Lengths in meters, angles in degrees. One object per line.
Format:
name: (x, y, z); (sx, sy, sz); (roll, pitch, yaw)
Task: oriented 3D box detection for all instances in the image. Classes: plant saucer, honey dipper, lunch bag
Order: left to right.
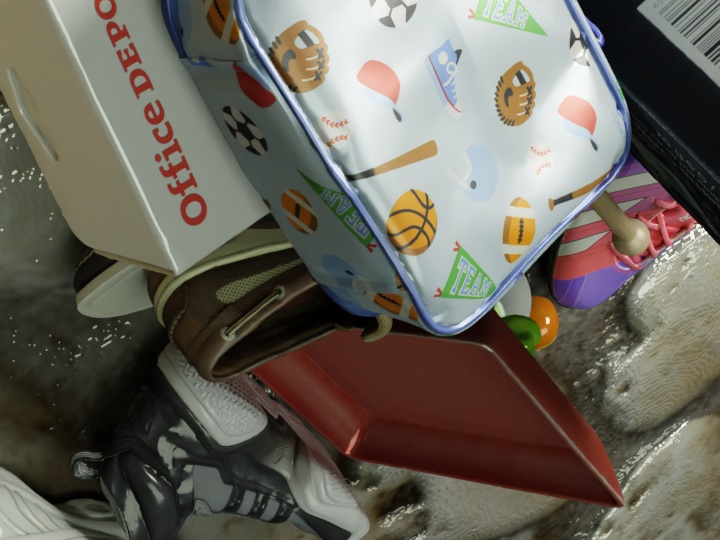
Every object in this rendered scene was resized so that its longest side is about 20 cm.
plant saucer: (0.032, 0.063, 0.927); (0.200, 0.199, 0.037); (47, 58, -47)
lunch bag: (0.024, -0.081, 0.668); (0.160, 0.076, 0.200); (-46, 123, -23)
honey dipper: (0.124, -0.042, 0.890); (0.038, 0.038, 0.200); (-43, 151, 5)

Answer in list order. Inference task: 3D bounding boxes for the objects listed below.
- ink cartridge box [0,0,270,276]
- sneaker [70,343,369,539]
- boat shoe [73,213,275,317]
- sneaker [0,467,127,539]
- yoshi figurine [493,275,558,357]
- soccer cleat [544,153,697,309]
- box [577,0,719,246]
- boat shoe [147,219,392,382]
ink cartridge box: (-0.050, -0.113, 0.705); (0.200, 0.086, 0.147); (-37, 120, -26)
sneaker: (-0.083, 0.126, 0.966); (0.114, 0.076, 0.200); (-40, 132, 4)
boat shoe: (-0.068, -0.047, 0.832); (0.200, 0.060, 0.074); (-35, 162, 14)
sneaker: (-0.185, 0.168, 0.909); (0.200, 0.099, 0.078); (16, 116, -42)
yoshi figurine: (0.082, -0.004, 0.945); (0.112, 0.112, 0.200); (-40, 137, -14)
soccer cleat: (0.186, -0.047, 0.995); (0.068, 0.073, 0.200); (18, 115, -43)
box: (0.200, -0.072, 0.775); (0.117, 0.197, 0.200); (-42, 146, 6)
boat shoe: (0.000, 0.004, 0.823); (0.202, 0.075, 0.075); (-22, 147, -11)
